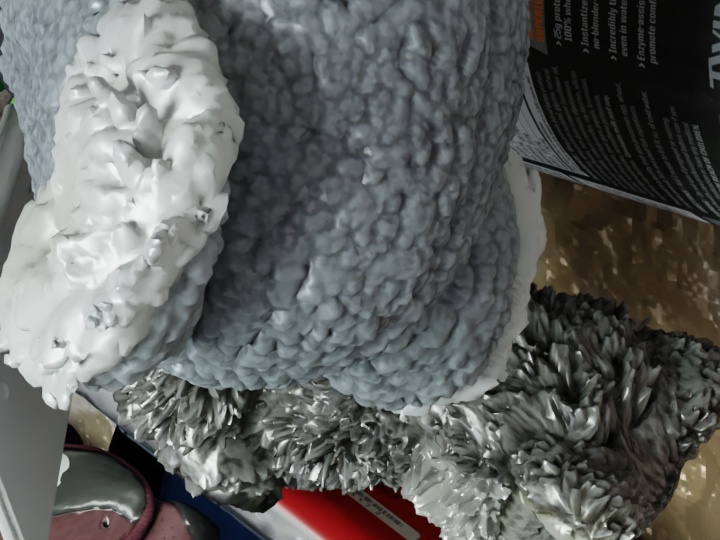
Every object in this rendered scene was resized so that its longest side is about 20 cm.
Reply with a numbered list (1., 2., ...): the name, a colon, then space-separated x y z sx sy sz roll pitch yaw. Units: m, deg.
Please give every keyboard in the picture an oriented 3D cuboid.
1. keyboard: -0.075 0.010 0.662 0.200 0.011 0.056 -97 -6 -74

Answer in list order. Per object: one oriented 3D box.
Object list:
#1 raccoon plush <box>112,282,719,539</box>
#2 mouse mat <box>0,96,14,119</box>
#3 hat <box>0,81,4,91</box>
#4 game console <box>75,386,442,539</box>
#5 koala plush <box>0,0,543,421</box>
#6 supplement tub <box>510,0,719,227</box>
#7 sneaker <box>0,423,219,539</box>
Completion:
1. raccoon plush: 0.000 0.000 0.713 0.134 0.097 0.200 7 148 42
2. mouse mat: -0.072 -0.065 0.864 0.008 0.200 0.161 28 167 -20
3. hat: -0.128 -0.058 0.753 0.200 0.176 0.166 37 156 -32
4. game console: -0.010 0.094 0.879 0.200 0.172 0.119 36 110 12
5. koala plush: -0.012 -0.069 0.583 0.183 0.177 0.200 6 87 28
6. supplement tub: 0.072 -0.078 0.712 0.200 0.122 0.123 21 124 46
7. sneaker: -0.083 0.114 0.810 0.076 0.115 0.200 54 -170 -49
